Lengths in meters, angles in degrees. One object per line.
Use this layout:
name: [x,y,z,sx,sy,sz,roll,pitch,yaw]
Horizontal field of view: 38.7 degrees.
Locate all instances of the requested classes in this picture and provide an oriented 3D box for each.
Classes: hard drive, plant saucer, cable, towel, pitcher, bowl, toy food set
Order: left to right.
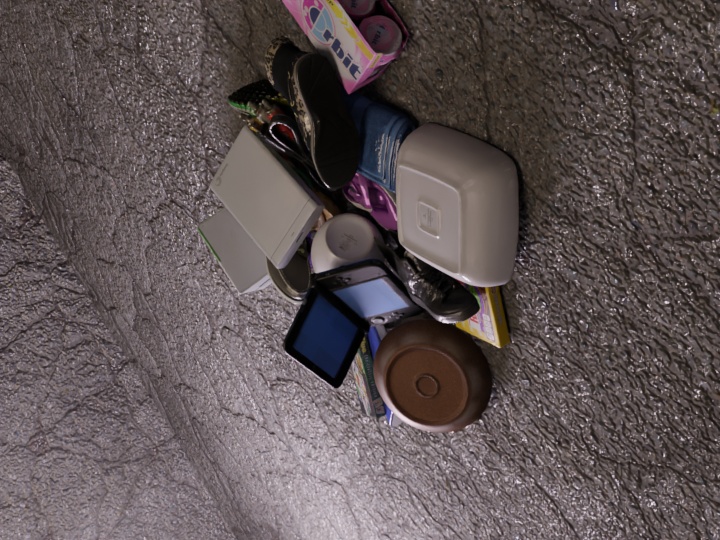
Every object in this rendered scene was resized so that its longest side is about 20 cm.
hard drive: [-0.154,-0.121,1.654,0.200,0.027,0.132,49,119,24]
toy food set: [-0.123,-0.148,1.742,0.199,0.049,0.199,53,166,-28]
cable: [-0.093,-0.199,1.595,0.199,0.051,0.097,32,153,-29]
towel: [-0.003,-0.200,1.492,0.199,0.048,0.113,33,127,40]
pitcher: [0.000,0.000,1.679,0.170,0.122,0.200,28,158,9]
hard drive: [0.033,0.152,1.786,0.133,0.025,0.201,97,155,-53]
plant saucer: [0.109,0.177,1.633,0.198,0.037,0.203,7,112,17]
bowl: [0.117,-0.080,1.381,0.199,0.074,0.202,31,134,43]

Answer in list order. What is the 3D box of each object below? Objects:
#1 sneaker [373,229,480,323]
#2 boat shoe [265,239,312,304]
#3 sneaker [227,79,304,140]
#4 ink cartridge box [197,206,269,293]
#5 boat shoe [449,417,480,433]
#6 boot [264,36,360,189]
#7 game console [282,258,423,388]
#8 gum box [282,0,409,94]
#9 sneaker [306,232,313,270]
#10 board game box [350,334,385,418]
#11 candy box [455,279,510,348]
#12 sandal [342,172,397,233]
sneaker: [0.096,0.005,1.510,0.199,0.060,0.105,27,146,60]
boat shoe: [-0.124,-0.039,1.689,0.061,0.071,0.203,107,146,-54]
sneaker: [-0.145,-0.248,1.670,0.199,0.078,0.086,32,146,39]
ink cartridge box: [-0.211,-0.042,1.908,0.147,0.083,0.200,55,-175,1]
boat shoe: [0.115,0.188,1.715,0.200,0.074,0.076,44,151,23]
boot: [-0.070,-0.232,1.475,0.154,0.073,0.205,46,156,54]
game console: [-0.007,0.088,1.607,0.200,0.169,0.120,43,-143,-55]
gum box: [-0.026,-0.346,1.372,0.201,0.066,0.113,55,155,3]
sneaker: [-0.108,-0.042,1.812,0.200,0.080,0.084,-116,43,-59]
board game box: [-0.001,0.159,1.822,0.105,0.023,0.203,172,84,-78]
candy box: [0.161,0.013,1.499,0.102,0.026,0.202,28,142,50]
sandal: [-0.005,-0.132,1.590,0.203,0.050,0.083,52,153,13]
